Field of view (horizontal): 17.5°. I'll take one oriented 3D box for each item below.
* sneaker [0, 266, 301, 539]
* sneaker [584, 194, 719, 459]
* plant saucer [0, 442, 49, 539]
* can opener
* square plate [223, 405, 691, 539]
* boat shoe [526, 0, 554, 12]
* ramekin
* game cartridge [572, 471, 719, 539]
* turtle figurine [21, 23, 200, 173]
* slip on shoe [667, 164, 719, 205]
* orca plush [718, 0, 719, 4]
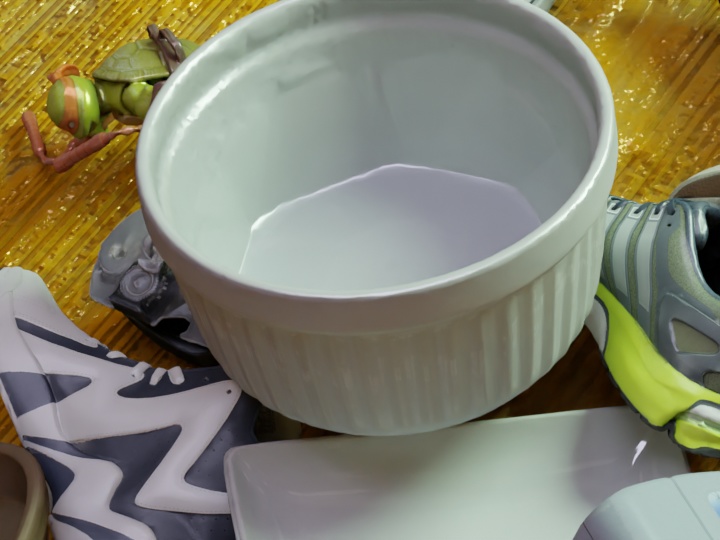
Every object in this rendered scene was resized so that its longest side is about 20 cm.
[{"bbox_3d":[-0.090,0.063,1.053,0.129,0.080,0.199,-21,48,-8],"label":"sneaker"},{"bbox_3d":[0.132,-0.005,1.042,0.081,0.074,0.200,-55,44,20],"label":"sneaker"},{"bbox_3d":[-0.204,0.153,0.977,0.200,0.029,0.200,-32,24,16],"label":"plant saucer"},{"bbox_3d":[-0.037,0.028,1.078,0.200,0.067,0.053,22,71,25],"label":"can opener"},{"bbox_3d":[0.054,0.149,0.953,0.199,0.028,0.198,-5,51,-9],"label":"square plate"},{"bbox_3d":[0.101,-0.202,1.247,0.073,0.067,0.200,11,53,20],"label":"boat shoe"},{"bbox_3d":[0.012,-0.022,0.989,0.200,0.105,0.200,-6,44,6],"label":"ramekin"},{"bbox_3d":[0.179,0.133,0.885,0.200,0.042,0.133,7,41,-35],"label":"game cartridge"},{"bbox_3d":[-0.093,-0.092,1.169,0.161,0.065,0.200,-10,6,-20],"label":"turtle figurine"},{"bbox_3d":[0.240,-0.016,1.064,0.200,0.076,0.061,0,7,25],"label":"slip on shoe"},{"bbox_3d":[0.198,-0.118,1.149,0.200,0.105,0.071,43,108,12],"label":"orca plush"}]
